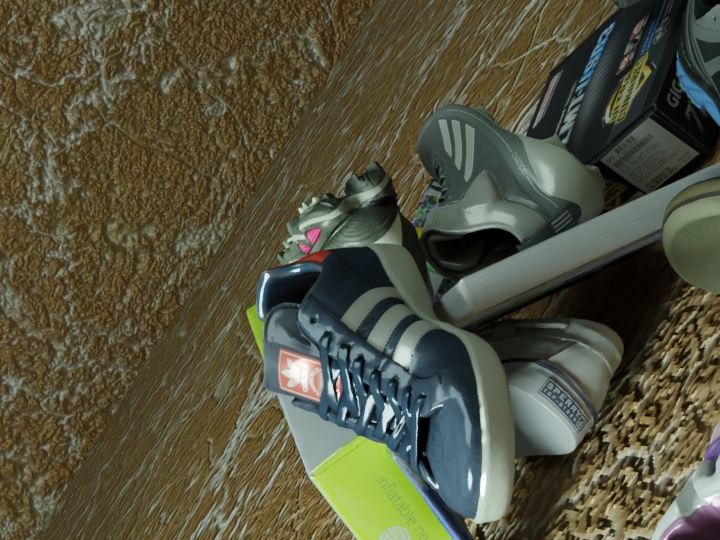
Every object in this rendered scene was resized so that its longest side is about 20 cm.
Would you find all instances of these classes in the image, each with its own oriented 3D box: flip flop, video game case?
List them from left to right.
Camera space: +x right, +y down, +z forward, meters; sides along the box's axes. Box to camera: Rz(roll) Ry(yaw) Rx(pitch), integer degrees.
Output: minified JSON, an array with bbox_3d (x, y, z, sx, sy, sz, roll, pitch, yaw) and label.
[{"bbox_3d":[0.099,-0.001,0.737,0.142,0.018,0.200,-24,-6,-9],"label":"video game case"},{"bbox_3d":[0.179,-0.003,0.569,0.200,0.080,0.058,171,111,-73],"label":"flip flop"}]

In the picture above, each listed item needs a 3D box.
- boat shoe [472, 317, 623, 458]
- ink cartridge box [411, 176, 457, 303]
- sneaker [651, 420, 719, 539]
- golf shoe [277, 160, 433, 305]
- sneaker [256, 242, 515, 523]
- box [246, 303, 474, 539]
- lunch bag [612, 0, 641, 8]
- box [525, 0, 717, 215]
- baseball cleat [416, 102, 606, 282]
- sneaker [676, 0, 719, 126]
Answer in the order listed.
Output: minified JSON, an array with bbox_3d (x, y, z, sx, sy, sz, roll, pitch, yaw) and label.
[{"bbox_3d":[0.081,0.059,0.804,0.066,0.072,0.200,-48,6,-18],"label":"boat shoe"},{"bbox_3d":[0.034,0.046,0.974,0.109,0.050,0.201,89,-157,-57],"label":"ink cartridge box"},{"bbox_3d":[0.174,0.037,0.465,0.200,0.080,0.089,-48,1,32],"label":"sneaker"},{"bbox_3d":[0.000,0.000,0.874,0.077,0.089,0.200,-33,-3,-3],"label":"golf shoe"},{"bbox_3d":[0.003,0.049,0.640,0.200,0.083,0.076,-129,40,-62],"label":"sneaker"},{"bbox_3d":[0.005,0.094,0.766,0.047,0.122,0.200,-34,28,3],"label":"box"},{"bbox_3d":[0.198,-0.251,0.841,0.198,0.168,0.141,-28,60,9],"label":"lunch bag"},{"bbox_3d":[0.169,-0.106,0.949,0.198,0.049,0.201,-41,19,51],"label":"box"},{"bbox_3d":[0.064,-0.050,0.886,0.106,0.070,0.200,-37,21,-14],"label":"baseball cleat"},{"bbox_3d":[0.190,-0.095,0.640,0.200,0.070,0.084,-112,13,-60],"label":"sneaker"}]
